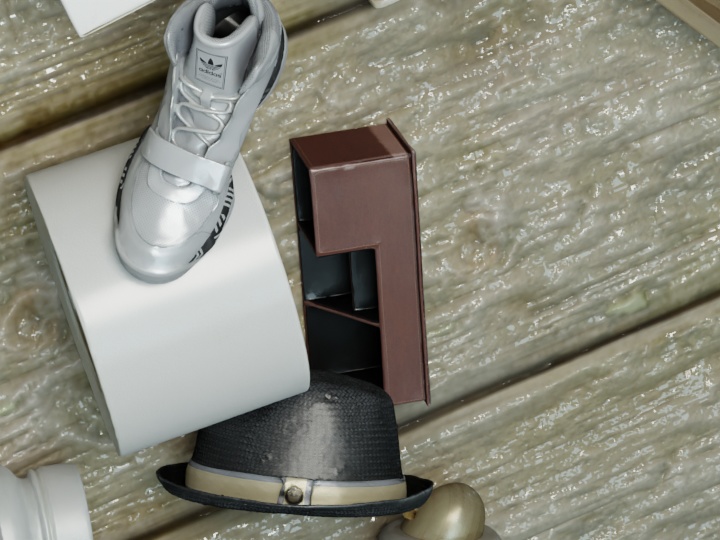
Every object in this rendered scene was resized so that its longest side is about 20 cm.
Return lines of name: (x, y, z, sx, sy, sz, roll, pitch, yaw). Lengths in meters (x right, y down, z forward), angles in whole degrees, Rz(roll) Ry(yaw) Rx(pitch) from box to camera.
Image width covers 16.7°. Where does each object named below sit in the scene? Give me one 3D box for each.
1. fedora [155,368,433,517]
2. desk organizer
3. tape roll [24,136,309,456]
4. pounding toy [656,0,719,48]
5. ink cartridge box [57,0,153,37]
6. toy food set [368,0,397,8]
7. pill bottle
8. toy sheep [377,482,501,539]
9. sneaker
fedora: (-0.045, 0.119, 1.760, 0.200, 0.200, 0.092, 3, 94, -19)
desk organizer: (0.000, 0.000, 1.773, 0.077, 0.072, 0.201, -9, 115, -11)
tape roll: (-0.131, 0.009, 1.661, 0.139, 0.203, 0.203, -20, 117, -8)
pounding toy: (0.269, -0.279, 1.714, 0.200, 0.142, 0.184, 32, 119, -26)
ink cartridge box: (-0.162, -0.248, 1.541, 0.125, 0.200, 0.129, -28, 118, -5)
toy food set: (0.036, -0.295, 1.663, 0.143, 0.060, 0.201, -26, 118, -6)
pill bottle: (-0.294, 0.199, 1.740, 0.199, 0.113, 0.114, -8, 115, -14)
toy sheep: (0.064, 0.258, 1.869, 0.137, 0.138, 0.201, 3, 100, -19)
sneaker: (-0.104, -0.095, 1.530, 0.075, 0.115, 0.201, 21, 74, 6)
